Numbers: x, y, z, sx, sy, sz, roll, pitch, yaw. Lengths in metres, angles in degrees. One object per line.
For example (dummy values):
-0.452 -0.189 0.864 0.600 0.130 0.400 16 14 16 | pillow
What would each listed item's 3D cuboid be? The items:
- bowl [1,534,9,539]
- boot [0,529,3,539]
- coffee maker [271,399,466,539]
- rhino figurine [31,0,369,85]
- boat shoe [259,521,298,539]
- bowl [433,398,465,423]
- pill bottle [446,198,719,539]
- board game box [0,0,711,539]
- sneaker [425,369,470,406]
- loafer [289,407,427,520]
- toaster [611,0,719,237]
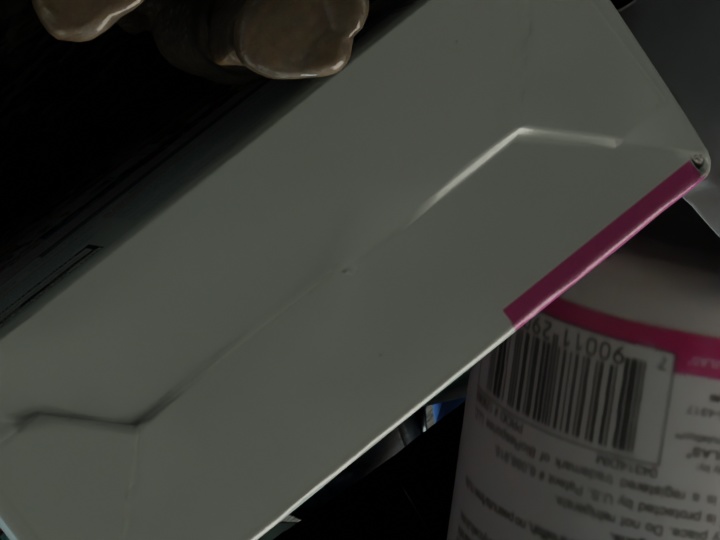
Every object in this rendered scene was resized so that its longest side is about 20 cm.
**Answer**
-0.142 0.165 0.945 0.201 0.105 0.201 -38 170 -8 | bowl
-0.140 0.073 0.713 0.166 0.072 0.200 -38 174 -39 | boot
0.049 0.101 0.848 0.200 0.135 0.192 -38 168 5 | coffee maker
0.026 -0.104 0.535 0.200 0.060 0.087 -41 -172 2 | rhino figurine
-0.027 0.119 1.002 0.199 0.064 0.071 -3 169 32 | boat shoe
0.120 0.042 1.036 0.200 0.040 0.201 -10 148 -6 | bowl
0.075 0.082 0.721 0.113 0.113 0.201 -22 124 -57 | pill bottle
-0.026 -0.001 0.623 0.147 0.064 0.200 -38 -171 -8 | board game box
0.000 0.000 0.846 0.200 0.074 0.118 -23 154 -39 | sneaker
0.002 0.050 1.052 0.072 0.073 0.200 -45 170 4 | loafer
0.134 -0.084 0.659 0.200 0.181 0.119 -24 160 -51 | toaster
